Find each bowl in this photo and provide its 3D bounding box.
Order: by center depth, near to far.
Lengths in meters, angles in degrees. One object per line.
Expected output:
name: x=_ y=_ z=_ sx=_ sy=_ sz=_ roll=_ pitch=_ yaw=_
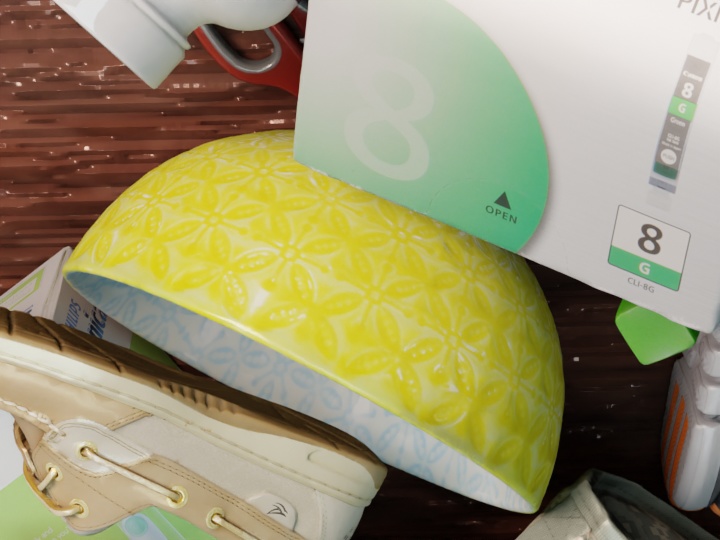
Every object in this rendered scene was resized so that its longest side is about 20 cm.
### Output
bowl: x=0.000 y=0.000 z=1.102 sx=0.200 sy=0.200 sz=0.108 roll=29 pitch=82 yaw=-11

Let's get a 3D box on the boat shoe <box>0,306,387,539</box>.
boat shoe: x=-0.090 y=0.067 z=1.083 sx=0.200 sy=0.074 sz=0.069 roll=21 pitch=94 yaw=-14

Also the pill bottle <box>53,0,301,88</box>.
pill bottle: x=-0.033 y=-0.162 z=0.997 sx=0.112 sy=0.112 sz=0.200 roll=41 pitch=90 yaw=-15

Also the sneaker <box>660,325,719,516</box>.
sneaker: x=0.190 y=0.012 z=1.154 sx=0.112 sy=0.078 sz=0.200 roll=6 pitch=124 yaw=-6

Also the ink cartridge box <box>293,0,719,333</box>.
ink cartridge box: x=0.065 y=-0.091 z=0.931 sx=0.161 sy=0.050 sz=0.200 roll=23 pitch=135 yaw=18

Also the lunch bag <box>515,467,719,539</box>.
lunch bag: x=0.089 y=0.178 z=1.159 sx=0.164 sy=0.118 sz=0.200 roll=-42 pitch=135 yaw=16

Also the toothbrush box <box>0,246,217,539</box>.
toothbrush box: x=-0.111 y=0.117 z=1.188 sx=0.146 sy=0.086 sz=0.200 roll=-37 pitch=109 yaw=14

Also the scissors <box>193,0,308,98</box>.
scissors: x=-0.005 y=-0.057 z=1.155 sx=0.073 sy=0.014 sz=0.200 roll=-24 pitch=112 yaw=9

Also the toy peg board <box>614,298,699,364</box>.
toy peg board: x=0.134 y=-0.079 z=1.001 sx=0.200 sy=0.098 sz=0.199 roll=-25 pitch=109 yaw=27
